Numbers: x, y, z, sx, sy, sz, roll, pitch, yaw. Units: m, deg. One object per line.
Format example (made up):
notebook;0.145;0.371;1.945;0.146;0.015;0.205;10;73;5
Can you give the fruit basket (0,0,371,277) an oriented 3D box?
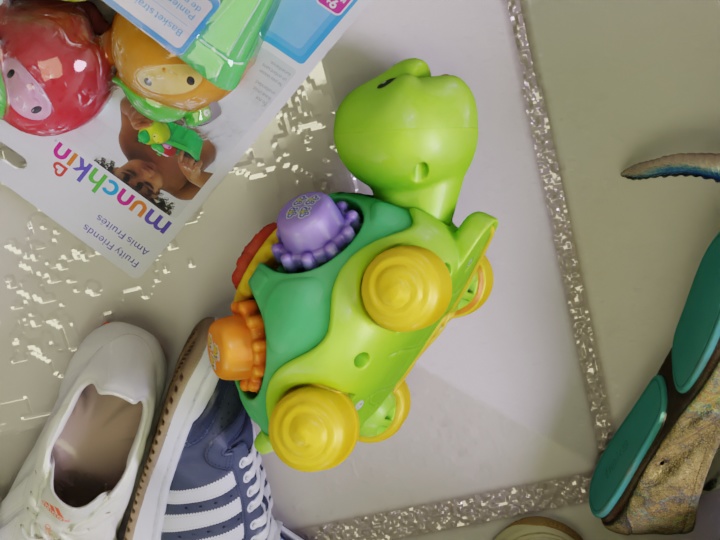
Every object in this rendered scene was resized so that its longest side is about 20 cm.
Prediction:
fruit basket;-0.123;-0.108;0.803;0.185;0.094;0.200;37;114;-14

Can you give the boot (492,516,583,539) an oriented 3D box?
boot;0.059;0.245;0.920;0.072;0.156;0.201;28;112;-10

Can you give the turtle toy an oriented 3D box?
turtle toy;0.000;0.000;0.832;0.101;0.146;0.201;35;99;11

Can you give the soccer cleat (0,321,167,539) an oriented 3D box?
soccer cleat;-0.150;0.119;0.914;0.069;0.078;0.202;18;114;-6

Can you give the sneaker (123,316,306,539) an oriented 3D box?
sneaker;-0.061;0.121;0.916;0.107;0.070;0.202;17;119;-3

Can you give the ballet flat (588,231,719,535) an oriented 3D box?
ballet flat;0.174;0.058;0.870;0.070;0.071;0.201;16;128;-5

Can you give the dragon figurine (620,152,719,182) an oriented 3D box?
dragon figurine;0.230;-0.039;0.837;0.198;0.059;0.100;-19;112;9
